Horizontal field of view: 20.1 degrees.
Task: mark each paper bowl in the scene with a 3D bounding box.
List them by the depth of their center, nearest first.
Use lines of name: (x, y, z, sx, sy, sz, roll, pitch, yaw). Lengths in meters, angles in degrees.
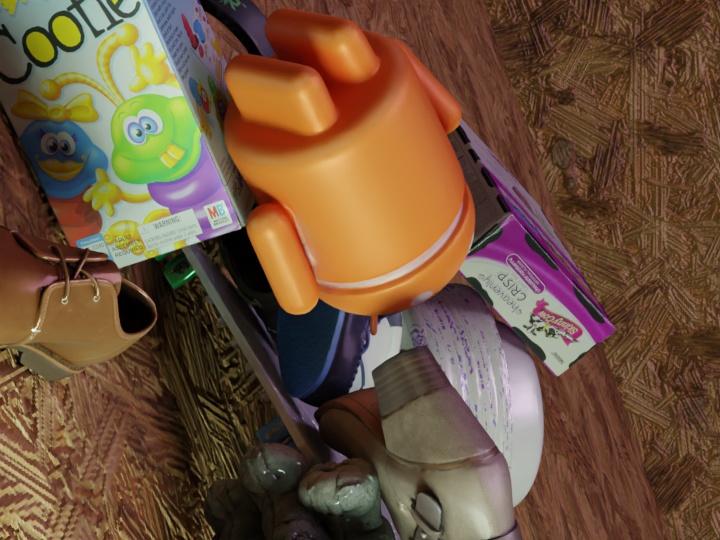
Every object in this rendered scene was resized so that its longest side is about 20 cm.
paper bowl: (0.065, 0.109, 1.504, 0.201, 0.104, 0.201, 178, -90, -71)

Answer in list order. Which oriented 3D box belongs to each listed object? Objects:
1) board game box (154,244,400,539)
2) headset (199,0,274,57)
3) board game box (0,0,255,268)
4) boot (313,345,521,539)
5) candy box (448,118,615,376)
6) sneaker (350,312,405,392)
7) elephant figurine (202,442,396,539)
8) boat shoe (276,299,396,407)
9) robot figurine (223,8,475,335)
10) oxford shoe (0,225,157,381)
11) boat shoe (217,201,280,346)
board game box: (-0.049, 0.086, 1.300, 0.200, 0.026, 0.200, 57, 3, 34)
headset: (-0.100, -0.108, 1.296, 0.094, 0.123, 0.200, -53, 159, -44)
board game box: (-0.142, -0.116, 1.148, 0.105, 0.103, 0.200, -77, 147, -65)
boot: (0.035, 0.131, 1.171, 0.200, 0.070, 0.147, 124, -53, -71)
candy box: (0.104, -0.027, 1.530, 0.136, 0.061, 0.200, 46, 11, -29)
sneaker: (-0.002, 0.070, 1.436, 0.073, 0.071, 0.200, 62, -12, 10)
elephant figurine: (-0.049, 0.198, 1.085, 0.200, 0.155, 0.142, -71, 169, -58)
boat shoe: (0.000, 0.000, 1.278, 0.069, 0.084, 0.200, 31, 53, -30)
robot figurine: (-0.002, -0.057, 1.157, 0.144, 0.116, 0.200, -91, 160, -47)
oxford shoe: (-0.159, 0.004, 0.986, 0.200, 0.071, 0.072, 28, 46, -70)
boat shoe: (-0.063, -0.025, 1.382, 0.060, 0.072, 0.202, 55, 6, -40)
